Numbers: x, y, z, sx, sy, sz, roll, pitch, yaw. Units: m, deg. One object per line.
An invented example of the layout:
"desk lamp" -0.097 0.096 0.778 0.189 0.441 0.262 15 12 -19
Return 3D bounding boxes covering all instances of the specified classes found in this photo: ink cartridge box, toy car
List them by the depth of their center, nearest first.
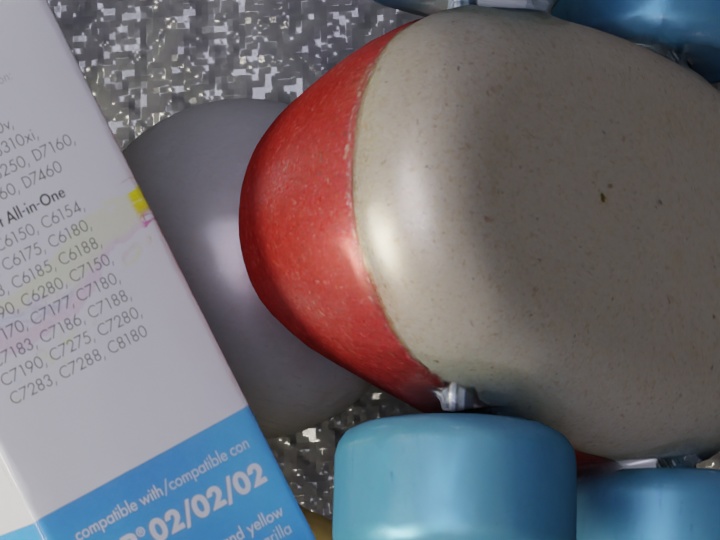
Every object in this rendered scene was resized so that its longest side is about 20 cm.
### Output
"ink cartridge box" -0.101 0.001 0.743 0.068 0.115 0.201 -28 92 -27
"toy car" 0.000 0.000 0.810 0.199 0.176 0.186 -9 74 39

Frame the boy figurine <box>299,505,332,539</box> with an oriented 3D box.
"boy figurine" -0.020 0.123 0.821 0.199 0.064 0.125 -2 81 10
